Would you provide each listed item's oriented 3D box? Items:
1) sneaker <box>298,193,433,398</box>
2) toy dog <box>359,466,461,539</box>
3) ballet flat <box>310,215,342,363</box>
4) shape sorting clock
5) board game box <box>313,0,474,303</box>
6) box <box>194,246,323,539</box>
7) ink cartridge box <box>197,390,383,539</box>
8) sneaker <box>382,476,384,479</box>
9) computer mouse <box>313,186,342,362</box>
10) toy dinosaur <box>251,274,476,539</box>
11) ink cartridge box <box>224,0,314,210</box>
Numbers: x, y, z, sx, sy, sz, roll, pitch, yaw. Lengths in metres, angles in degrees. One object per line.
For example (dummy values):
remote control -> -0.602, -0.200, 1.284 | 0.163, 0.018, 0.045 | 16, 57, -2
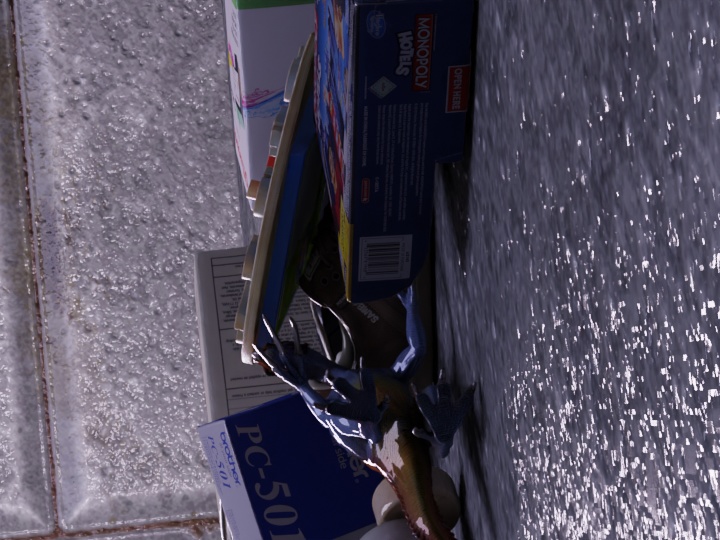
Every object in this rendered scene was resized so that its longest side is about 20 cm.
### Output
sneaker -> 0.001, -0.012, 1.440 | 0.070, 0.075, 0.201 | -114, 19, -73
toy dog -> 0.013, 0.208, 1.408 | 0.132, 0.096, 0.201 | -106, 13, -64
ballet flat -> 0.000, 0.000, 1.522 | 0.067, 0.063, 0.201 | -108, 14, -67
shape sorting clock -> -0.048, -0.043, 1.478 | 0.200, 0.039, 0.201 | 14, -90, -85
board game box -> 0.010, -0.124, 1.308 | 0.201, 0.061, 0.201 | -100, 9, -45
box -> -0.045, 0.091, 1.739 | 0.109, 0.127, 0.201 | 93, 171, -55
ink cartridge box -> -0.023, 0.174, 1.509 | 0.044, 0.094, 0.201 | -19, 89, 59
sneaker -> 0.010, 0.215, 1.609 | 0.089, 0.076, 0.202 | -56, -37, -86
computer mouse -> -0.009, -0.037, 1.621 | 0.201, 0.046, 0.141 | -89, -16, -44
toy dinosaur -> -0.007, 0.081, 1.357 | 0.181, 0.104, 0.202 | 142, 123, -75
ink cartridge box -> -0.053, -0.161, 1.812 | 0.145, 0.083, 0.201 | -109, 14, -67
